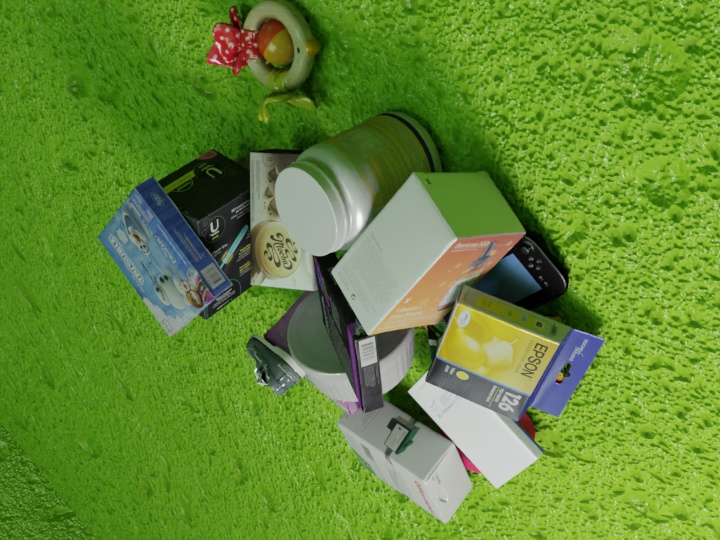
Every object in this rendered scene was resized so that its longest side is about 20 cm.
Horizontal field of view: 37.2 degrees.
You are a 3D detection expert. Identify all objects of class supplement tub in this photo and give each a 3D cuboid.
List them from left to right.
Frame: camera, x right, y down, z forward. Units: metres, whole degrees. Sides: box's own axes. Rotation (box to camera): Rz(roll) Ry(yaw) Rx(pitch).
[{"bbox_3d":[-0.002,-0.116,1.436,0.145,0.199,0.147,30,135,36],"label":"supplement tub"}]

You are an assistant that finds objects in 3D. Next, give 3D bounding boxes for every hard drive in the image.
[{"bbox_3d":[0.169,0.224,1.604,0.200,0.025,0.132,47,144,7],"label":"hard drive"}]

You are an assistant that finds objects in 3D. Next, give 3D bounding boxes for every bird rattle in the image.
[{"bbox_3d":[-0.126,-0.318,1.548,0.201,0.112,0.163,58,134,18],"label":"bird rattle"}]

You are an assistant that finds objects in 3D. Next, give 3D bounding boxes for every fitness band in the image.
[{"bbox_3d":[0.187,0.240,1.650,0.144,0.037,0.200,52,145,1],"label":"fitness band"}]

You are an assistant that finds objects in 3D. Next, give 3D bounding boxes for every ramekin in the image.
[{"bbox_3d":[-0.006,0.109,1.639,0.201,0.202,0.095,24,148,35],"label":"ramekin"}]

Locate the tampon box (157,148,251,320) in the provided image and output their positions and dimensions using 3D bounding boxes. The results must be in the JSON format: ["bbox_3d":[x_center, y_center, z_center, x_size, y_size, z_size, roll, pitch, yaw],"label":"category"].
[{"bbox_3d":[-0.244,-0.059,1.715,0.125,0.149,0.202,30,137,28],"label":"tampon box"}]

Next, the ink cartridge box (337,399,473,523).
[{"bbox_3d":[0.074,0.301,1.741,0.199,0.084,0.147,28,156,37],"label":"ink cartridge box"}]

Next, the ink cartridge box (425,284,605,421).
[{"bbox_3d":[0.202,0.125,1.448,0.197,0.047,0.199,23,140,6],"label":"ink cartridge box"}]

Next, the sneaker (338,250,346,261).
[{"bbox_3d":[0.000,0.000,1.586,0.200,0.077,0.101,-124,15,-66],"label":"sneaker"}]

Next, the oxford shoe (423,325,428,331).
[{"bbox_3d":[0.091,0.031,1.580,0.201,0.071,0.073,57,164,4],"label":"oxford shoe"}]

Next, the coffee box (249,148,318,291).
[{"bbox_3d":[-0.101,-0.079,1.606,0.111,0.080,0.204,6,100,24],"label":"coffee box"}]

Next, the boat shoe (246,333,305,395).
[{"bbox_3d":[-0.151,0.154,1.727,0.073,0.062,0.199,46,167,-23],"label":"boat shoe"}]

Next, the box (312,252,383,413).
[{"bbox_3d":[-0.018,0.079,1.499,0.201,0.036,0.144,-119,17,-46],"label":"box"}]

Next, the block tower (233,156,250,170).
[{"bbox_3d":[-0.144,-0.118,1.728,0.199,0.054,0.058,30,136,32],"label":"block tower"}]

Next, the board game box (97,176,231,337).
[{"bbox_3d":[-0.308,-0.016,1.657,0.201,0.043,0.199,54,144,0],"label":"board game box"}]

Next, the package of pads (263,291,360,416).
[{"bbox_3d":[-0.051,0.129,1.754,0.199,0.121,0.076,37,165,23],"label":"package of pads"}]

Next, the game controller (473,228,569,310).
[{"bbox_3d":[0.197,0.013,1.452,0.105,0.042,0.199,56,145,-1],"label":"game controller"}]

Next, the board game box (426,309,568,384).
[{"bbox_3d":[0.189,0.099,1.489,0.197,0.024,0.106,6,128,23],"label":"board game box"}]

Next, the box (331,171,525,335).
[{"bbox_3d":[0.086,-0.023,1.387,0.200,0.151,0.107,-49,62,36],"label":"box"}]
